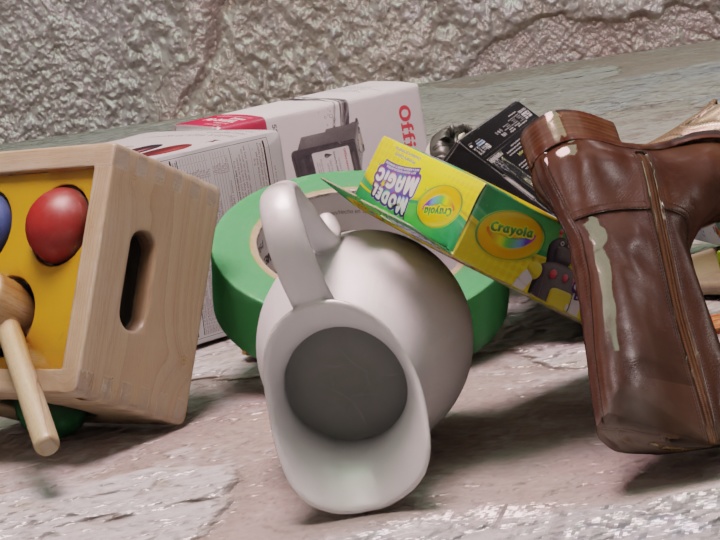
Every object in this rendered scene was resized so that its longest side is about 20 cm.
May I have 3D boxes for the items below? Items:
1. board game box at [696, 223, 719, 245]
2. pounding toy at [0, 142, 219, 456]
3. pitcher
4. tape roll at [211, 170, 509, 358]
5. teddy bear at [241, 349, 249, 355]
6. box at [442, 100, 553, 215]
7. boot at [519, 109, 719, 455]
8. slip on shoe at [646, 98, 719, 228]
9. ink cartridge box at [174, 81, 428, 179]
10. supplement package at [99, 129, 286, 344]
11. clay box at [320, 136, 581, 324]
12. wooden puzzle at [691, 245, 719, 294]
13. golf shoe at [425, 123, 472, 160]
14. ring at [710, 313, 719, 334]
[{"bbox_3d":[0.304,-0.064,1.579,0.147,0.065,0.200,-13,5,-4],"label":"board game box"},{"bbox_3d":[-0.194,0.027,1.382,0.184,0.201,0.142,-2,-16,39],"label":"pounding toy"},{"bbox_3d":[-0.008,0.023,1.202,0.121,0.172,0.200,-14,10,9],"label":"pitcher"},{"bbox_3d":[0.000,0.000,1.477,0.200,0.048,0.201,0,32,0],"label":"tape roll"},{"bbox_3d":[-0.006,0.008,1.597,0.199,0.067,0.145,-14,8,-30],"label":"teddy bear"},{"bbox_3d":[0.138,-0.040,1.510,0.044,0.160,0.200,-54,-4,19],"label":"box"},{"bbox_3d":[0.178,0.018,1.168,0.186,0.201,0.064,6,-39,-30],"label":"boot"},{"bbox_3d":[0.224,-0.075,1.393,0.199,0.061,0.076,-17,-33,19],"label":"slip on shoe"},{"bbox_3d":[-0.039,-0.068,1.833,0.199,0.146,0.083,-15,11,-30],"label":"ink cartridge box"},{"bbox_3d":[-0.185,-0.018,1.685,0.200,0.148,0.191,-16,12,-40],"label":"supplement package"},{"bbox_3d":[0.084,-0.016,1.237,0.200,0.048,0.115,27,2,-34],"label":"clay box"},{"bbox_3d":[0.336,-0.017,1.495,0.185,0.037,0.200,-16,12,-33],"label":"wooden puzzle"},{"bbox_3d":[0.074,-0.042,1.661,0.088,0.077,0.200,-17,-26,13],"label":"golf shoe"},{"bbox_3d":[0.230,0.050,1.267,0.200,0.019,0.200,-10,11,2],"label":"ring"}]
